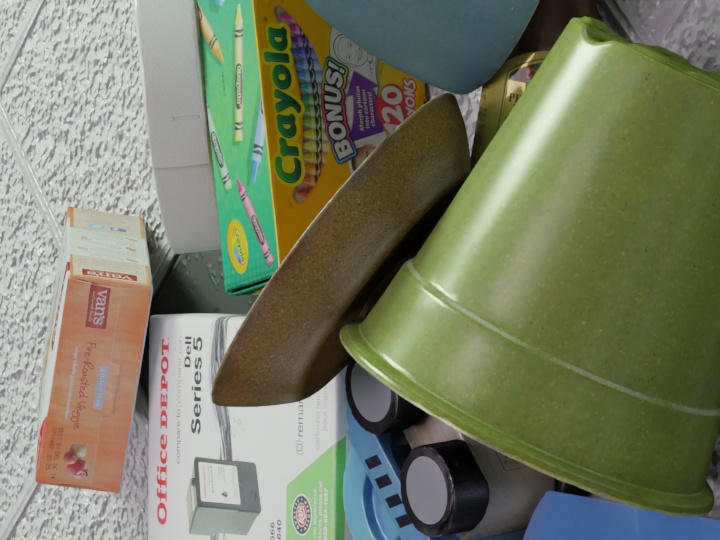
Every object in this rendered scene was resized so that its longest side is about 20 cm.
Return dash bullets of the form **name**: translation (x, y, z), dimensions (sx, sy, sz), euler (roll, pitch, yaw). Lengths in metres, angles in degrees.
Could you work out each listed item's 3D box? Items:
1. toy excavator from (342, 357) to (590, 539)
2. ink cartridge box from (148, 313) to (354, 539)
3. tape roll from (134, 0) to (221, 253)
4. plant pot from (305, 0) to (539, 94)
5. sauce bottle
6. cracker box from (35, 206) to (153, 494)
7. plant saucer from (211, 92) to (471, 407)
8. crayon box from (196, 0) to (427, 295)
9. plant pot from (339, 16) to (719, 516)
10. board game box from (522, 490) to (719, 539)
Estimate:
- **toy excavator**: translation (0.042, 0.154, 1.366), dimensions (0.195, 0.100, 0.200), euler (62, 140, 25)
- **ink cartridge box**: translation (-0.041, 0.099, 1.483), dimensions (0.200, 0.084, 0.146), euler (-1, 88, 53)
- **tape roll**: translation (-0.106, -0.110, 1.521), dimensions (0.203, 0.037, 0.204), euler (-6, -90, -89)
- **plant pot**: translation (0.017, -0.205, 1.314), dimensions (0.200, 0.134, 0.201), euler (-166, 90, -73)
- **sauce bottle**: translation (0.094, -0.095, 1.322), dimensions (0.065, 0.064, 0.201), euler (21, 107, 52)
- **cracker box**: translation (-0.172, 0.047, 1.612), dimensions (0.200, 0.057, 0.135), euler (-119, 38, -75)
- **plant saucer**: translation (0.000, 0.000, 1.290), dimensions (0.035, 0.200, 0.201), euler (38, 125, 9)
- **crayon box**: translation (-0.024, -0.087, 1.435), dimensions (0.058, 0.118, 0.201), euler (-18, 75, 52)
- **plant pot**: translation (0.119, -0.012, 1.211), dimensions (0.200, 0.200, 0.191), euler (36, 104, 48)
- **board game box**: translation (0.157, 0.189, 1.253), dimensions (0.200, 0.039, 0.159), euler (4, 103, 53)
